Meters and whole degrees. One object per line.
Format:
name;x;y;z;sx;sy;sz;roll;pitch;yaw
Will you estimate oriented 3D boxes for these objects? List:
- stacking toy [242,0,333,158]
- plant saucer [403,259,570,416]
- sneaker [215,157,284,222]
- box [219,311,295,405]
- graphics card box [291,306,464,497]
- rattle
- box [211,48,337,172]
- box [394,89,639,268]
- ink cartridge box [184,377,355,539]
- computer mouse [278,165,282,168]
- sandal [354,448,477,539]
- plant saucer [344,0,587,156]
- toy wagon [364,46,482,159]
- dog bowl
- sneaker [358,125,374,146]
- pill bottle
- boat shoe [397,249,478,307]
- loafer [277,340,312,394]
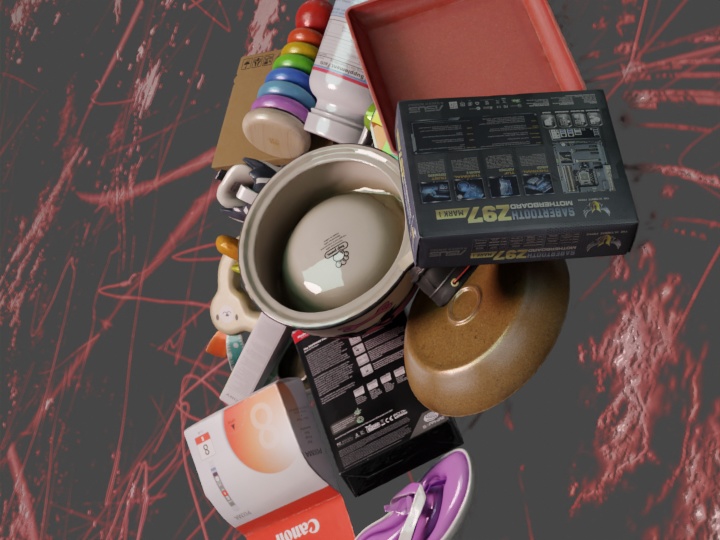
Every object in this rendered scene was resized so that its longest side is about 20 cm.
stacking toy;-0.073;-0.238;1.733;0.085;0.085;0.202;-20;45;52
plant saucer;0.108;0.040;1.377;0.199;0.035;0.202;-29;43;31
sneaker;-0.107;-0.095;1.690;0.200;0.128;0.080;-93;28;-69
box;-0.080;0.048;1.614;0.201;0.036;0.144;-61;-6;32
graphics card box;0.014;0.117;1.464;0.124;0.051;0.201;-27;44;3
rattle;-0.153;0.048;1.716;0.200;0.130;0.143;-48;0;23
box;-0.090;-0.204;1.789;0.198;0.021;0.166;-4;64;38
box;0.136;-0.084;1.298;0.051;0.197;0.159;92;172;-54
ink cartridge box;-0.099;0.237;1.551;0.161;0.050;0.202;-29;73;37
computer mouse;-0.125;-0.112;1.827;0.110;0.043;0.203;115;161;-64
sandal;0.043;0.249;1.412;0.203;0.049;0.083;-50;39;31
plant saucer;0.102;-0.210;1.440;0.197;0.037;0.201;-18;58;1
toy wagon;0.072;-0.147;1.500;0.154;0.039;0.202;27;92;33
dog bowl;-0.020;-0.022;1.441;0.197;0.074;0.203;-10;61;19
sneaker;0.031;-0.144;1.600;0.201;0.074;0.079;-53;0;11
pill bottle;0.006;-0.243;1.650;0.108;0.108;0.203;25;97;58
boat shoe;0.123;-0.041;1.349;0.201;0.063;0.074;-40;-4;-28
loafer;-0.038;0.055;1.580;0.201;0.069;0.076;-52;38;25
